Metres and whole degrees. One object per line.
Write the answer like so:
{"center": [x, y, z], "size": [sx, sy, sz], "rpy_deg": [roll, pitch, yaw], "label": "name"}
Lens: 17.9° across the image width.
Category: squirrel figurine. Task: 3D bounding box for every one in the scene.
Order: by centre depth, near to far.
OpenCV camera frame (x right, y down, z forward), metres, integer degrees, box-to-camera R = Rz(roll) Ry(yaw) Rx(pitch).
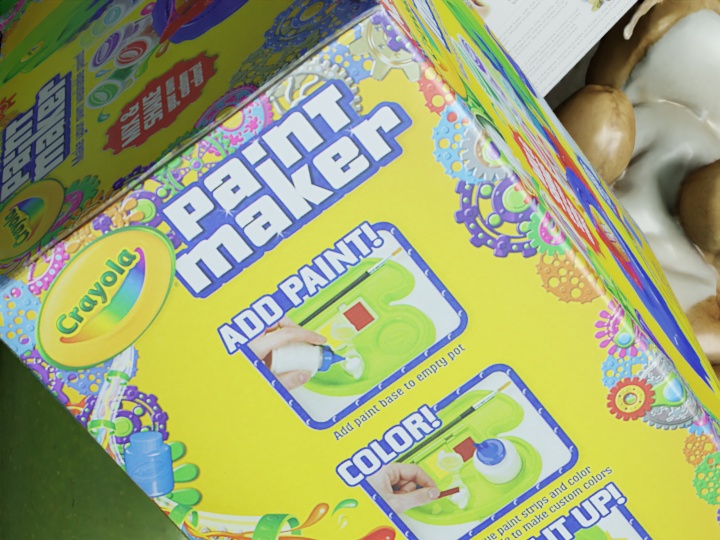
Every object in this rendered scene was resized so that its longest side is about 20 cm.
{"center": [0.104, -0.021, 0.871], "size": [0.141, 0.200, 0.187], "rpy_deg": [14, 71, 9], "label": "squirrel figurine"}

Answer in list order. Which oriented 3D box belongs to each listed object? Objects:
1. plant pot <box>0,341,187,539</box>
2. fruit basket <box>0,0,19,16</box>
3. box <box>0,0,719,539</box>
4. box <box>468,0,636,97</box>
{"center": [-0.060, 0.073, 0.822], "size": [0.199, 0.200, 0.191], "rpy_deg": [-6, 107, -14], "label": "plant pot"}
{"center": [-0.138, -0.165, 0.737], "size": [0.215, 0.156, 0.216], "rpy_deg": [-8, 114, -17], "label": "fruit basket"}
{"center": [0.001, -0.001, 0.632], "size": [0.122, 0.200, 0.193], "rpy_deg": [-36, 115, 11], "label": "box"}
{"center": [0.055, -0.117, 0.739], "size": [0.200, 0.035, 0.110], "rpy_deg": [-46, 141, 15], "label": "box"}
